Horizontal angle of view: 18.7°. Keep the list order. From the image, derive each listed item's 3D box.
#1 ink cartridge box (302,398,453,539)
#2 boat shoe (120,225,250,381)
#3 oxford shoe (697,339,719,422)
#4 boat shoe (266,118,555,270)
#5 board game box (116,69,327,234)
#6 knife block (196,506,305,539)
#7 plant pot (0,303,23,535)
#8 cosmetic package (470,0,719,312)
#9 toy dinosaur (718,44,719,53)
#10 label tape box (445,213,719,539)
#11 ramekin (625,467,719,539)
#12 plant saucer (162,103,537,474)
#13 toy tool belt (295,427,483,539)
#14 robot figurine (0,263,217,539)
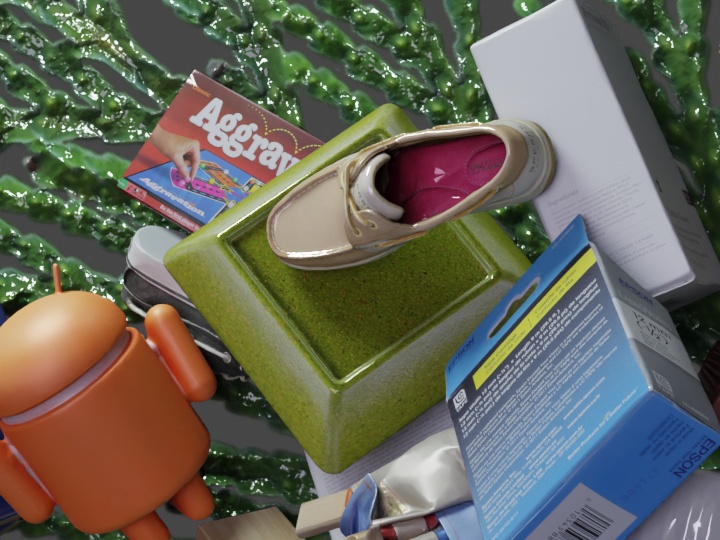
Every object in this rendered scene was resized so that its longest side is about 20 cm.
[{"bbox_3d":[0.045,0.115,1.488,0.162,0.057,0.200,-29,55,16],"label":"ink cartridge box"},{"bbox_3d":[-0.082,0.040,1.522,0.200,0.071,0.064,31,120,23],"label":"boat shoe"},{"bbox_3d":[0.287,0.030,1.394,0.075,0.070,0.200,32,93,-10],"label":"oxford shoe"},{"bbox_3d":[0.020,-0.052,1.377,0.200,0.069,0.074,-21,78,22],"label":"boat shoe"},{"bbox_3d":[-0.064,-0.053,1.534,0.200,0.019,0.103,30,81,20],"label":"board game box"},{"bbox_3d":[-0.028,0.242,1.431,0.176,0.064,0.200,-35,68,59],"label":"knife block"},{"bbox_3d":[-0.344,0.131,1.525,0.200,0.200,0.180,-34,80,33],"label":"plant pot"},{"bbox_3d":[0.155,-0.067,1.417,0.081,0.113,0.200,-24,80,18],"label":"cosmetic package"},{"bbox_3d":[0.301,-0.131,1.371,0.200,0.102,0.077,24,94,22],"label":"toy dinosaur"},{"bbox_3d":[0.126,0.078,1.308,0.066,0.200,0.143,32,112,-22],"label":"label tape box"},{"bbox_3d":[0.215,0.178,1.331,0.200,0.200,0.098,11,81,21],"label":"ramekin"},{"bbox_3d":[0.000,0.000,1.453,0.200,0.048,0.200,-35,70,-11],"label":"plant saucer"},{"bbox_3d":[0.040,0.197,1.345,0.123,0.125,0.200,-20,43,-5],"label":"toy tool belt"},{"bbox_3d":[-0.179,0.097,1.487,0.144,0.117,0.200,-26,108,25],"label":"robot figurine"}]
